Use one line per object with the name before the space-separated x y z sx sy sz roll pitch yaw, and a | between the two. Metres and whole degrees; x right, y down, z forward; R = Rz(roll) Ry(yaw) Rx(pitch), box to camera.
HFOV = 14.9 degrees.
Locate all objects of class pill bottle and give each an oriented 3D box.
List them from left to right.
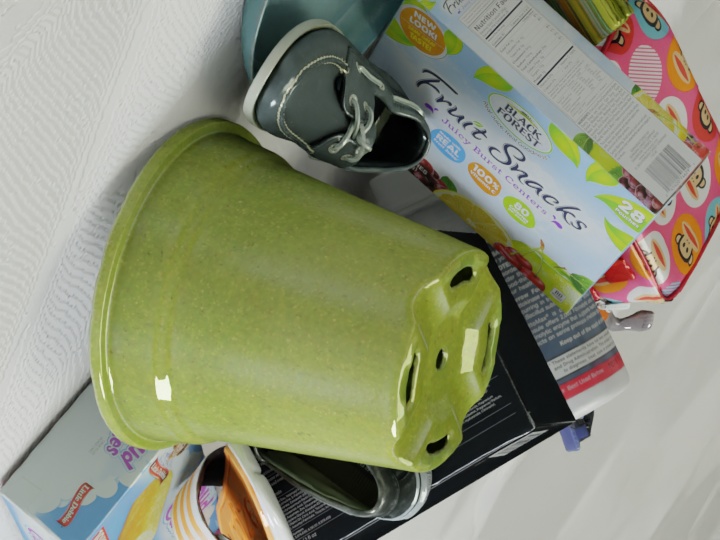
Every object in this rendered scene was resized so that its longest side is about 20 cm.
pill bottle | 0.088 0.011 1.843 0.119 0.201 0.120 -25 -179 0

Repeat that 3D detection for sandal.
sandal | -0.086 0.167 1.725 0.059 0.080 0.207 -24 165 -13

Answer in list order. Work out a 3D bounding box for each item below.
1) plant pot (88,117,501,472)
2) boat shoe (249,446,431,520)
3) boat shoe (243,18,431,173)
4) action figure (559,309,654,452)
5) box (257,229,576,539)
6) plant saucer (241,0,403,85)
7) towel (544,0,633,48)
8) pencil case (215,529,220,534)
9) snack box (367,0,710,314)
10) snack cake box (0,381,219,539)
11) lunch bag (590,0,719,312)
plant pot | -0.026 0.029 1.577 0.200 0.183 0.202 -40 138 -51
boat shoe | -0.044 0.087 1.705 0.072 0.199 0.071 -64 157 9
boat shoe | -0.008 -0.095 1.603 0.073 0.062 0.200 -57 163 5
action figure | 0.122 0.032 1.975 0.193 0.202 0.104 -11 176 -42
box | 0.016 0.084 1.757 0.199 0.142 0.079 -32 168 23
plant saucer | -0.008 -0.187 1.584 0.200 0.027 0.201 -48 162 -21
towel | 0.100 -0.158 1.704 0.018 0.086 0.200 -31 178 -25
pencil case | -0.086 0.224 1.923 0.091 0.093 0.200 -54 -176 12
snack box | 0.097 -0.088 1.694 0.068 0.200 0.169 -47 178 -27
snack cake box | -0.154 0.150 1.748 0.115 0.067 0.200 -49 162 -16
lunch bag | 0.179 -0.075 1.922 0.201 0.081 0.177 60 43 -32
